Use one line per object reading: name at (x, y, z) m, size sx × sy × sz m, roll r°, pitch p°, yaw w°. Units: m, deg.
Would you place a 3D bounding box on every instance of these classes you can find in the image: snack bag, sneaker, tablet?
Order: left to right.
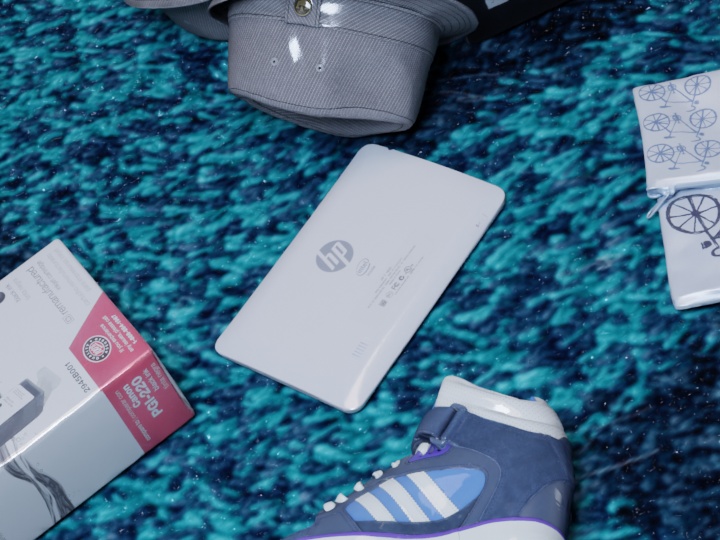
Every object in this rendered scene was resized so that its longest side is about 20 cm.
tablet at (0.000, 0.000, 1.209) m, size 0.129 × 0.014 × 0.201 m, roll 21°, pitch 62°, yaw 32°
sneaker at (0.033, 0.135, 1.055) m, size 0.198 × 0.081 × 0.147 m, roll -11°, pitch 42°, yaw 16°
snack bag at (0.281, -0.065, 1.152) m, size 0.186 × 0.021 × 0.202 m, roll -9°, pitch 51°, yaw 13°

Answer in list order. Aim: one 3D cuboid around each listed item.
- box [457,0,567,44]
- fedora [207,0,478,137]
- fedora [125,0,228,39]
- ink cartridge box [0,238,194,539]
box at (0.077, -0.298, 1.292) m, size 0.103 × 0.148 × 0.202 m, roll -24°, pitch 66°, yaw 5°
fedora at (-0.018, -0.149, 1.259) m, size 0.198 × 0.177 × 0.091 m, roll 8°, pitch 86°, yaw 5°
fedora at (-0.097, -0.247, 1.376) m, size 0.198 × 0.091 × 0.178 m, roll -5°, pitch 49°, yaw 27°
ink cartridge box at (-0.237, 0.096, 1.173) m, size 0.199 × 0.085 × 0.146 m, roll -39°, pitch 50°, yaw -10°
